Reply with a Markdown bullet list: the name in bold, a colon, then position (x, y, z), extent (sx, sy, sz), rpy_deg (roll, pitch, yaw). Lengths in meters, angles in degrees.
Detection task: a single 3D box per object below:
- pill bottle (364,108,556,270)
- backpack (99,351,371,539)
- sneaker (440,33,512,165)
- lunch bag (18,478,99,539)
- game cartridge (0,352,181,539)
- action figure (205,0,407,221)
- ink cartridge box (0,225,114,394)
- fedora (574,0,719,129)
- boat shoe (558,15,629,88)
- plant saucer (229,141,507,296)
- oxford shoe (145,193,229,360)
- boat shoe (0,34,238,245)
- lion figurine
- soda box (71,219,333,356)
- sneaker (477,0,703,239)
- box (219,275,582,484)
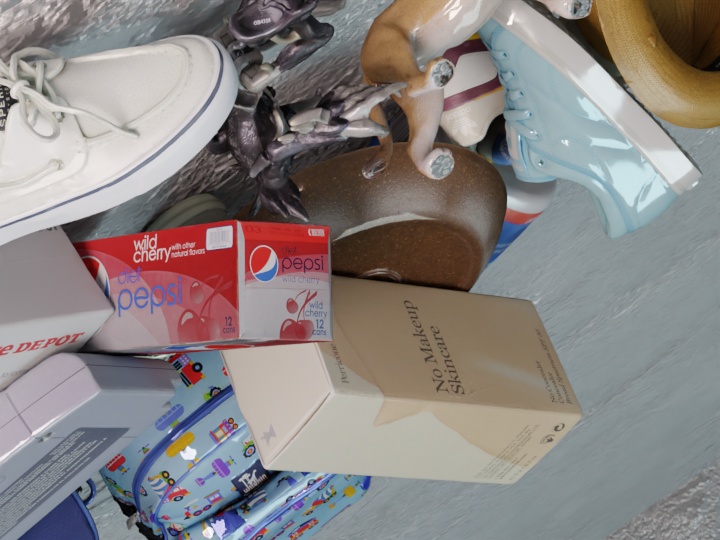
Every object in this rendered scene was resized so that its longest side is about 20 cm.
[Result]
- **pill bottle**: position (0.025, -0.022, 1.602), extent (0.200, 0.112, 0.112), rpy_deg (-46, 160, 30)
- **backpack**: position (-0.091, 0.117, 1.706), extent (0.182, 0.135, 0.200), rpy_deg (-36, 160, -6)
- **sneaker**: position (0.092, -0.105, 1.525), extent (0.075, 0.091, 0.200), rpy_deg (-21, 168, 30)
- **lunch bag**: position (-0.254, 0.181, 1.544), extent (0.199, 0.136, 0.132), rpy_deg (-30, 162, -21)
- **game cartridge**: position (-0.200, 0.114, 1.362), extent (0.200, 0.042, 0.133), rpy_deg (-40, 160, 14)
- **action figure**: position (-0.034, -0.105, 1.264), extent (0.102, 0.119, 0.200), rpy_deg (-22, 154, -15)
- **ink cartridge box**: position (-0.248, 0.057, 1.316), extent (0.200, 0.085, 0.144), rpy_deg (-47, 161, 28)
- **fedora**: position (0.176, -0.181, 1.442), extent (0.200, 0.202, 0.082), rpy_deg (-21, -167, -41)
- **boat shoe**: position (0.168, -0.161, 1.534), extent (0.200, 0.072, 0.060), rpy_deg (-51, -178, -37)
- **plant saucer**: position (0.000, 0.000, 1.478), extent (0.199, 0.037, 0.201), rpy_deg (-16, 149, -10)
- **oxford shoe**: position (-0.133, 0.033, 1.531), extent (0.075, 0.058, 0.200), rpy_deg (-19, 157, -48)
- **boat shoe**: position (-0.160, -0.071, 1.170), extent (0.201, 0.075, 0.086), rpy_deg (-22, 143, 10)
- **lion figurine**: position (0.051, -0.142, 1.313), extent (0.200, 0.122, 0.073), rpy_deg (-43, 129, -2)
- **soda box**: position (-0.104, 0.012, 1.344), extent (0.070, 0.064, 0.199), rpy_deg (2, 175, -43)
- **sneaker**: position (0.107, -0.093, 1.421), extent (0.082, 0.200, 0.074), rpy_deg (-45, -164, 7)
- **box**: position (0.025, 0.066, 1.471), extent (0.199, 0.095, 0.078), rpy_deg (6, 139, -40)
